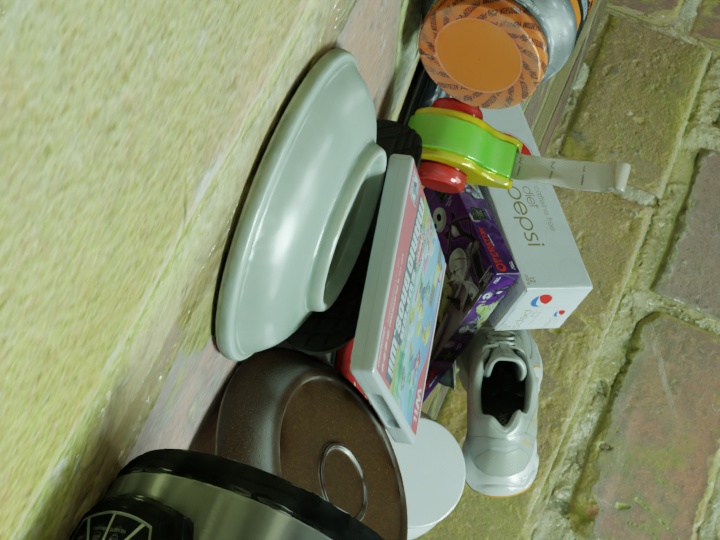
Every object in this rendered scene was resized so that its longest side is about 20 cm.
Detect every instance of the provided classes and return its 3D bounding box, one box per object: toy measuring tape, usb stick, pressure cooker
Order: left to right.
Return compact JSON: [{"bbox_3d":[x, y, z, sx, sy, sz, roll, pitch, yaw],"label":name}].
[{"bbox_3d":[-0.078,0.210,0.675,0.176,0.177,0.201,101,12,-62],"label":"pressure cooker"},{"bbox_3d":[0.059,-0.145,1.175,0.055,0.032,0.202,-16,126,-79],"label":"usb stick"},{"bbox_3d":[0.100,-0.090,1.054,0.073,0.199,0.074,-31,126,-55],"label":"toy measuring tape"}]

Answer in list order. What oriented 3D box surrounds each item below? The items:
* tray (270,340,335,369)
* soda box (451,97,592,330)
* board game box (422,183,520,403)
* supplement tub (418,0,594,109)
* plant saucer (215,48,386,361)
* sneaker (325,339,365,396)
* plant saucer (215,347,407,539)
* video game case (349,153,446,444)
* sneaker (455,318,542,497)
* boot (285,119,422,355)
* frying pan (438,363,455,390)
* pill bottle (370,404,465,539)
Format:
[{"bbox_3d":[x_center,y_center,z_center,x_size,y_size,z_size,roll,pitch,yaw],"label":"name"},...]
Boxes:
[{"bbox_3d":[-0.053,0.127,0.944,0.022,0.108,0.201,-24,-154,30],"label":"tray"},{"bbox_3d":[0.121,-0.051,1.170,0.064,0.068,0.201,-57,-138,49],"label":"soda box"},{"bbox_3d":[0.057,0.017,1.179,0.200,0.032,0.121,-58,-140,43],"label":"board game box"},{"bbox_3d":[0.122,-0.224,1.076,0.123,0.122,0.201,100,14,-52],"label":"supplement tub"},{"bbox_3d":[-0.026,-0.032,0.856,0.200,0.050,0.202,22,90,-82],"label":"plant saucer"},{"bbox_3d":[0.009,0.069,1.101,0.201,0.084,0.077,-78,175,-46],"label":"sneaker"},{"bbox_3d":[-0.022,0.144,0.929,0.200,0.032,0.202,39,41,-45],"label":"plant saucer"},{"bbox_3d":[0.029,0.027,0.951,0.200,0.017,0.144,65,34,-69],"label":"video game case"},{"bbox_3d":[0.118,0.081,1.142,0.201,0.075,0.092,-90,-179,-46],"label":"sneaker"},{"bbox_3d":[0.000,0.000,1.027,0.131,0.067,0.201,93,17,-58],"label":"boot"},{"bbox_3d":[0.067,0.024,1.223,0.191,0.031,0.116,82,1,-47],"label":"frying pan"},{"bbox_3d":[0.012,0.168,1.166,0.113,0.112,0.200,-66,-167,-15],"label":"pill bottle"}]
